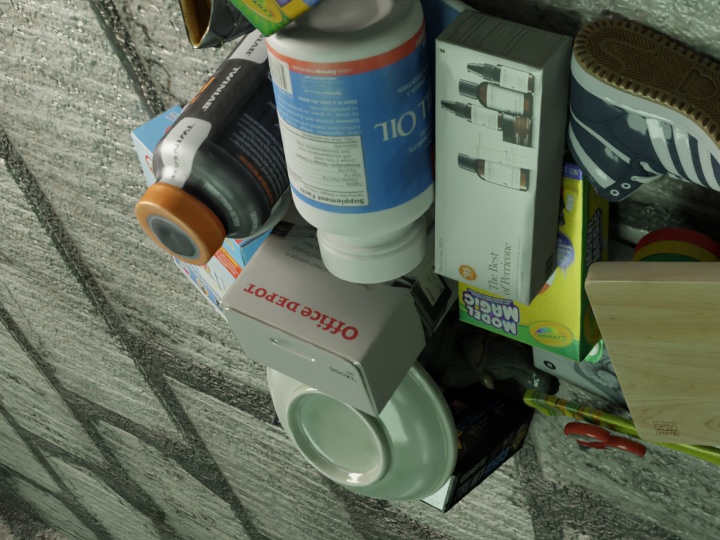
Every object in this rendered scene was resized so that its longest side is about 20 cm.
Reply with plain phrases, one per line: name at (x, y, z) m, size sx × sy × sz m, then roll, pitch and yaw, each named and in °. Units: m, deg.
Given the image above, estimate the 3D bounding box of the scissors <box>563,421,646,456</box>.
scissors at (0.210, 0.158, 1.337) m, size 0.072 × 0.014 × 0.200 m, roll 18°, pitch 172°, yaw -7°

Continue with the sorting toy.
sorting toy at (0.282, 0.044, 1.004) m, size 0.198 × 0.070 × 0.200 m, roll 1°, pitch 141°, yaw 27°

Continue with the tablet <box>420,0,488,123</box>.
tablet at (0.019, -0.169, 1.028) m, size 0.199 × 0.014 × 0.131 m, roll 35°, pitch 140°, yaw 15°

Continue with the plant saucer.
plant saucer at (-0.010, 0.134, 1.243) m, size 0.198 × 0.050 × 0.202 m, roll 22°, pitch 134°, yaw 24°

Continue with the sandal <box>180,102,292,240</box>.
sandal at (-0.104, -0.082, 1.228) m, size 0.207 × 0.078 × 0.060 m, roll -115°, pitch 10°, yaw -49°

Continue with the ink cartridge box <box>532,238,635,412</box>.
ink cartridge box at (0.230, 0.056, 1.166) m, size 0.198 × 0.041 × 0.200 m, roll 23°, pitch 152°, yaw 26°

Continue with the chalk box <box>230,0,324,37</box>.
chalk box at (-0.046, -0.245, 0.895) m, size 0.124 × 0.125 × 0.199 m, roll 44°, pitch 153°, yaw -18°

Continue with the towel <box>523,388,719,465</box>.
towel at (0.245, 0.144, 1.254) m, size 0.198 × 0.018 × 0.086 m, roll 16°, pitch 176°, yaw 26°

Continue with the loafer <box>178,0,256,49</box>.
loafer at (-0.116, -0.253, 1.006) m, size 0.072 × 0.072 × 0.202 m, roll 14°, pitch 134°, yaw 45°

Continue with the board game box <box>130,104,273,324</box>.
board game box at (-0.128, -0.027, 1.364) m, size 0.200 × 0.056 × 0.197 m, roll 45°, pitch 158°, yaw 35°

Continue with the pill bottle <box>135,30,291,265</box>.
pill bottle at (-0.094, -0.100, 1.116) m, size 0.105 × 0.201 × 0.107 m, roll 28°, pitch 154°, yaw 15°

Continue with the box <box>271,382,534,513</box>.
box at (0.045, 0.143, 1.391) m, size 0.197 × 0.199 × 0.050 m, roll 26°, pitch 114°, yaw 21°

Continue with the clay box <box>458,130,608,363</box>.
clay box at (0.131, -0.015, 1.088) m, size 0.114 × 0.048 × 0.202 m, roll 19°, pitch 129°, yaw 33°

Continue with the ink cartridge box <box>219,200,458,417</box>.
ink cartridge box at (0.000, 0.000, 1.171) m, size 0.143 × 0.201 × 0.085 m, roll 21°, pitch 151°, yaw 28°

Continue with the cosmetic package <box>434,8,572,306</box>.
cosmetic package at (0.096, -0.075, 0.988) m, size 0.082 × 0.051 × 0.202 m, roll 21°, pitch 135°, yaw 26°

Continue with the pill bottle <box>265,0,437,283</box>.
pill bottle at (0.000, -0.096, 1.009) m, size 0.111 × 0.112 × 0.202 m, roll 19°, pitch 135°, yaw 32°

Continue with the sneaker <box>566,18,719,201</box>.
sneaker at (0.219, -0.074, 0.917) m, size 0.199 × 0.070 × 0.109 m, roll 35°, pitch 151°, yaw 19°

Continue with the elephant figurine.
elephant figurine at (0.064, 0.070, 1.318) m, size 0.200 × 0.141 × 0.155 m, roll 40°, pitch -171°, yaw -48°
